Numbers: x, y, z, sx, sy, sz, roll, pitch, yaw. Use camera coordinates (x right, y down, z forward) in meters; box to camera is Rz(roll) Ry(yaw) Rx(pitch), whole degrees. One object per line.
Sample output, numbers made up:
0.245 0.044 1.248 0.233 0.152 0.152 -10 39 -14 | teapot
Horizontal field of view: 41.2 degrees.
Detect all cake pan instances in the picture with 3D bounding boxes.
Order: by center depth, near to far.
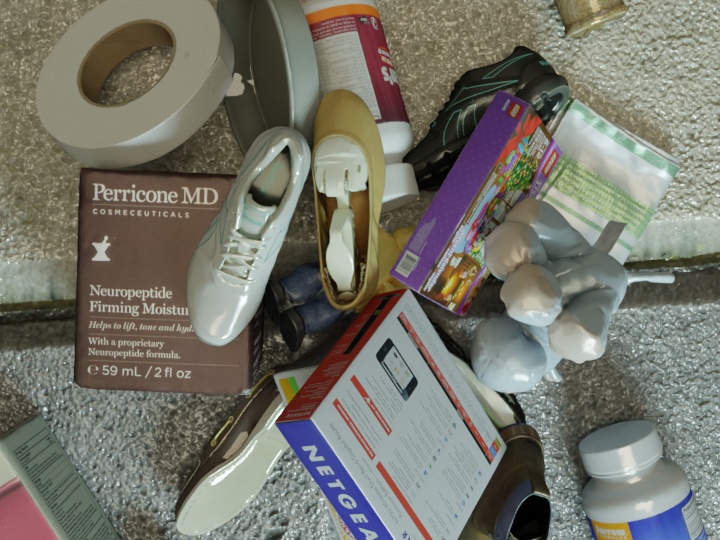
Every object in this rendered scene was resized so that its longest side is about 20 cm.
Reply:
-0.090 -0.190 0.917 0.036 0.200 0.202 -13 94 -23 | cake pan

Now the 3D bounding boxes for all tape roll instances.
-0.218 -0.190 0.926 0.201 0.037 0.204 -9 58 15 | tape roll

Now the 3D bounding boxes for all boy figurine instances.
0.000 0.000 0.964 0.199 0.065 0.125 -27 64 -22 | boy figurine

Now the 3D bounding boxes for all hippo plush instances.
0.171 0.031 0.952 0.160 0.200 0.161 48 135 9 | hippo plush

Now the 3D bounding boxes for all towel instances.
0.229 -0.063 1.008 0.148 0.031 0.201 29 93 -2 | towel

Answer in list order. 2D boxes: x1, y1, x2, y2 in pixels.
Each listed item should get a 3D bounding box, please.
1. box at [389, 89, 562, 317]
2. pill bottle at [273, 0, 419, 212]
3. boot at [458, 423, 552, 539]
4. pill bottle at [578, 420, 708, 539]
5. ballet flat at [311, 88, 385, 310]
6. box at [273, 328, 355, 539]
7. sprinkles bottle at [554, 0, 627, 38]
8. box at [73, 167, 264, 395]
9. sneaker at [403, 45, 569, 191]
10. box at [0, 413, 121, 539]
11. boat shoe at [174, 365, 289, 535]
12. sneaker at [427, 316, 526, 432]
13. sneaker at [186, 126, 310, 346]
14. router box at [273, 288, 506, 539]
0.117 -0.059 0.932 0.039 0.137 0.201 32 92 27 | box
-0.011 -0.157 0.941 0.109 0.110 0.202 -16 85 -1 | pill bottle
0.139 0.263 0.971 0.074 0.097 0.202 11 113 -9 | boot
0.295 0.264 0.989 0.111 0.112 0.202 -20 94 0 | pill bottle
-0.012 -0.058 0.859 0.068 0.063 0.202 -1 108 15 | ballet flat
0.016 0.166 0.953 0.101 0.112 0.201 -15 101 43 | box
0.206 -0.342 0.970 0.068 0.068 0.202 -21 94 0 | sprinkles bottle
-0.177 0.007 0.933 0.164 0.164 0.202 2 93 -2 | box
0.115 -0.154 0.989 0.199 0.075 0.080 -32 67 6 | sneaker
-0.332 0.267 0.963 0.108 0.128 0.201 -32 93 1 | box
-0.127 0.187 0.999 0.200 0.060 0.072 -50 134 5 | boat shoe
0.077 0.118 0.997 0.200 0.077 0.089 42 100 -2 | sneaker
-0.099 -0.031 0.813 0.070 0.080 0.202 21 93 -8 | sneaker
0.036 0.149 0.867 0.201 0.049 0.180 58 46 -18 | router box
